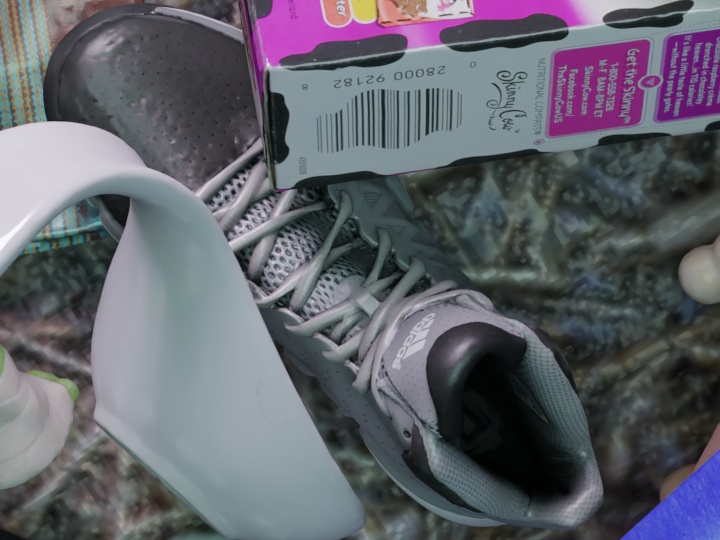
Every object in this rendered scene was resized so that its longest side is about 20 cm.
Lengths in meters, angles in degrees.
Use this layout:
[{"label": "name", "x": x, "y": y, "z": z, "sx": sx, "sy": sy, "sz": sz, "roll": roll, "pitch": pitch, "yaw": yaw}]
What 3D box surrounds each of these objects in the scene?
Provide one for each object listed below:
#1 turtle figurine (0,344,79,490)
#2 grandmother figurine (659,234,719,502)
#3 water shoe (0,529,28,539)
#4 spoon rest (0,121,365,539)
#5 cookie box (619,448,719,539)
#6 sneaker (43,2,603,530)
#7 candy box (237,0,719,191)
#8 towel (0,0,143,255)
[{"label": "turtle figurine", "x": -0.164, "y": -0.031, "z": 0.759, "sx": 0.144, "sy": 0.200, "sz": 0.194, "roll": -39, "pitch": 125, "yaw": -26}, {"label": "grandmother figurine", "x": 0.149, "y": 0.012, "z": 0.770, "sx": 0.121, "sy": 0.061, "sz": 0.200, "roll": 15, "pitch": 131, "yaw": -14}, {"label": "water shoe", "x": -0.162, "y": 0.115, "z": 0.811, "sx": 0.200, "sy": 0.072, "sz": 0.079, "roll": 12, "pitch": 127, "yaw": -10}, {"label": "spoon rest", "x": -0.053, "y": 0.018, "z": 0.741, "sx": 0.099, "sy": 0.200, "sz": 0.061, "roll": 37, "pitch": 83, "yaw": 31}, {"label": "cookie box", "x": 0.139, "y": 0.116, "z": 0.679, "sx": 0.200, "sy": 0.171, "sz": 0.075, "roll": -45, "pitch": 136, "yaw": 16}, {"label": "sneaker", "x": 0.000, "y": 0.000, "z": 0.765, "sx": 0.200, "sy": 0.115, "sz": 0.075, "roll": 42, "pitch": 85, "yaw": -14}, {"label": "candy box", "x": 0.062, "y": -0.104, "z": 0.757, "sx": 0.200, "sy": 0.061, "sz": 0.137, "roll": -8, "pitch": 58, "yaw": -3}, {"label": "towel", "x": -0.162, "y": -0.064, "z": 0.801, "sx": 0.200, "sy": 0.022, "sz": 0.147, "roll": -11, "pitch": 99, "yaw": -3}]
